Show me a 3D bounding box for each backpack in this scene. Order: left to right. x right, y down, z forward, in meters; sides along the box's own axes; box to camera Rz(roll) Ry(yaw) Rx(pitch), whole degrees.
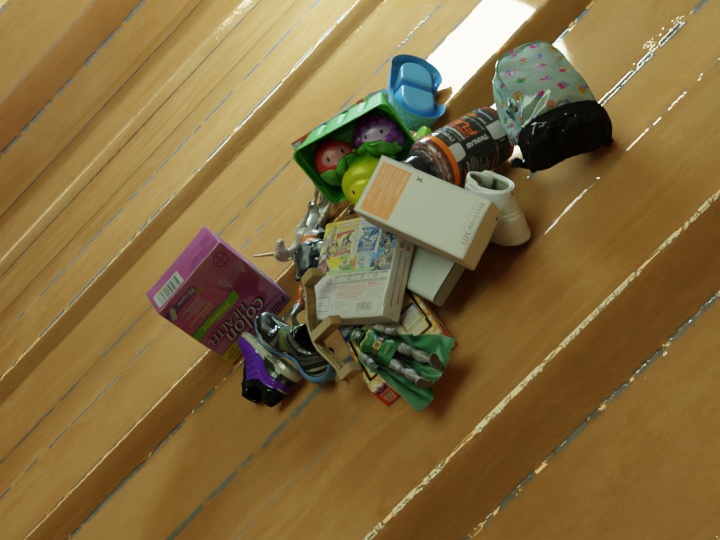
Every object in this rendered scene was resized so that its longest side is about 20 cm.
[{"bbox_3d":[0.294,-0.268,1.420,0.167,0.127,0.200,-17,49,-6],"label":"backpack"}]

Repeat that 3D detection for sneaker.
[{"bbox_3d":[-0.188,0.184,1.611,0.100,0.070,0.200,-56,34,-2],"label":"sneaker"},{"bbox_3d":[-0.109,0.119,1.545,0.200,0.071,0.083,32,124,40],"label":"sneaker"},{"bbox_3d":[0.183,-0.113,1.438,0.074,0.116,0.200,-37,32,-30],"label":"sneaker"}]

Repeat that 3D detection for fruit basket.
[{"bbox_3d":[0.000,-0.187,1.557,0.215,0.156,0.216,-27,34,20],"label":"fruit basket"}]

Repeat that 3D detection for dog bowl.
[{"bbox_3d":[0.105,-0.351,1.766,0.200,0.111,0.050,-90,20,-44],"label":"dog bowl"}]

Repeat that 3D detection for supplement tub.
[{"bbox_3d":[0.157,-0.193,1.498,0.200,0.107,0.107,-31,28,-25],"label":"supplement tub"}]

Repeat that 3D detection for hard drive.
[{"bbox_3d":[0.099,-0.032,1.453,0.200,0.027,0.132,29,87,52],"label":"hard drive"}]

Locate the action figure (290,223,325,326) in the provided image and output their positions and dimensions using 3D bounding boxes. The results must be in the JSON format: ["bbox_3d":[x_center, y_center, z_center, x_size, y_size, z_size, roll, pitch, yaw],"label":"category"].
[{"bbox_3d":[-0.063,-0.007,1.631,0.200,0.105,0.194,-30,48,26],"label":"action figure"}]

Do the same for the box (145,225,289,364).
[{"bbox_3d":[-0.274,0.050,1.713,0.176,0.200,0.097,-49,36,-1],"label":"box"}]

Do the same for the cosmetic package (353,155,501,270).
[{"bbox_3d":[0.103,-0.090,1.365,0.200,0.071,0.102,25,87,25],"label":"cosmetic package"}]

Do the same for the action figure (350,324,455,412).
[{"bbox_3d":[0.047,0.126,1.352,0.200,0.055,0.118,20,77,53],"label":"action figure"}]

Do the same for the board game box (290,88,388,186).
[{"bbox_3d":[-0.020,-0.268,1.791,0.200,0.103,0.105,-28,5,27],"label":"board game box"}]

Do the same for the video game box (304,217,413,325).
[{"bbox_3d":[0.000,0.000,1.486,0.200,0.047,0.182,-6,68,48],"label":"video game box"}]

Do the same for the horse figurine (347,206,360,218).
[{"bbox_3d":[0.045,-0.137,1.637,0.200,0.050,0.133,-38,10,3],"label":"horse figurine"}]

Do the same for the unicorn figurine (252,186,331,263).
[{"bbox_3d":[-0.105,-0.090,1.752,0.200,0.074,0.137,-38,-16,-47],"label":"unicorn figurine"}]

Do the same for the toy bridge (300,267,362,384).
[{"bbox_3d":[-0.057,0.097,1.455,0.067,0.027,0.200,-45,58,41],"label":"toy bridge"}]

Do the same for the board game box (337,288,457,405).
[{"bbox_3d":[0.052,0.101,1.449,0.151,0.046,0.200,-42,36,9],"label":"board game box"}]

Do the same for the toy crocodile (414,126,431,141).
[{"bbox_3d":[0.137,-0.205,1.630,0.062,0.067,0.200,-53,29,27],"label":"toy crocodile"}]
